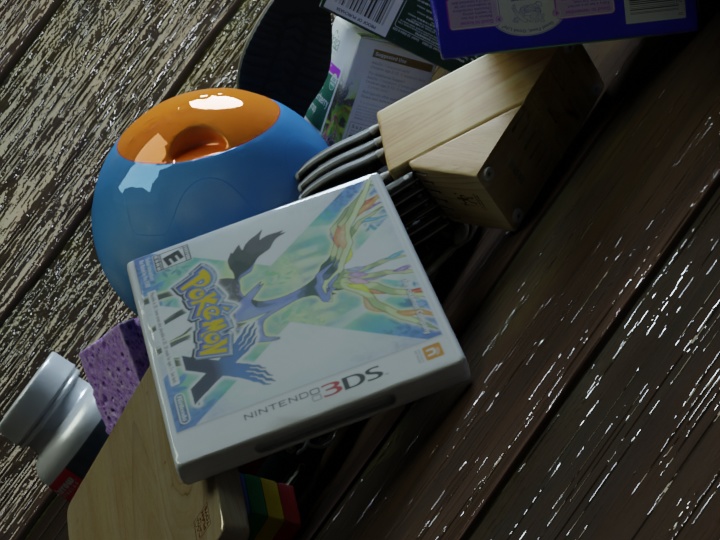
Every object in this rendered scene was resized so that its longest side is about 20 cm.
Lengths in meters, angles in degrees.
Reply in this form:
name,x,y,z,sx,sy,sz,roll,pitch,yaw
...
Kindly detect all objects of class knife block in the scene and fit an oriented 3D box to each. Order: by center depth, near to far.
name,x,y,z,sx,sy,sz,roll,pitch,yaw
knife block,0.054,-0.094,1.165,0.175,0.064,0.200,14,62,43

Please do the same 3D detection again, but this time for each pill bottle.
name,x,y,z,sx,sy,sz,roll,pitch,yaw
pill bottle,-0.233,0.170,1.524,0.120,0.200,0.120,-53,7,10

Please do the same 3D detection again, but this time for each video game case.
name,x,y,z,sx,sy,sz,roll,pitch,yaw
video game case,-0.046,0.030,1.025,0.182,0.022,0.200,-20,41,-2

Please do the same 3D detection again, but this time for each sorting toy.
name,x,y,z,sx,sy,sz,roll,pitch,yaw
sorting toy,-0.116,0.168,1.062,0.199,0.070,0.200,-57,30,28

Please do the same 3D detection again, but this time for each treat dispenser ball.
name,x,y,z,sx,sy,sz,roll,pitch,yaw
treat dispenser ball,-0.108,-0.041,1.269,0.201,0.201,0.201,-52,8,10

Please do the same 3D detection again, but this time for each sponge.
name,x,y,z,sx,sy,sz,roll,pitch,yaw
sponge,-0.170,0.144,1.323,0.030,0.200,0.112,-18,-5,-31

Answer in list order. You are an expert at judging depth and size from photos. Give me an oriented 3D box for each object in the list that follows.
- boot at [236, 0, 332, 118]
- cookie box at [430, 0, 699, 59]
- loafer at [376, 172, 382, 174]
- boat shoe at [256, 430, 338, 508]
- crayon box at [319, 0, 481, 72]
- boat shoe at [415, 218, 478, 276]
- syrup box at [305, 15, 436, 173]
name,x,y,z,sx,sy,sz,roll,pitch,yaw
boot,-0.085,-0.166,1.457,0.138,0.077,0.200,-121,46,-68
cookie box,0.140,-0.214,1.115,0.171,0.075,0.200,-5,23,11
loafer,0.000,0.000,1.350,0.070,0.070,0.200,-14,49,38
boat shoe,-0.043,0.102,1.152,0.200,0.075,0.062,-49,-24,-23
crayon box,0.074,-0.224,1.414,0.058,0.200,0.173,-62,4,20
boat shoe,0.057,-0.042,1.238,0.066,0.072,0.200,3,32,40
syrup box,-0.007,-0.116,1.444,0.079,0.081,0.200,-130,54,-61
